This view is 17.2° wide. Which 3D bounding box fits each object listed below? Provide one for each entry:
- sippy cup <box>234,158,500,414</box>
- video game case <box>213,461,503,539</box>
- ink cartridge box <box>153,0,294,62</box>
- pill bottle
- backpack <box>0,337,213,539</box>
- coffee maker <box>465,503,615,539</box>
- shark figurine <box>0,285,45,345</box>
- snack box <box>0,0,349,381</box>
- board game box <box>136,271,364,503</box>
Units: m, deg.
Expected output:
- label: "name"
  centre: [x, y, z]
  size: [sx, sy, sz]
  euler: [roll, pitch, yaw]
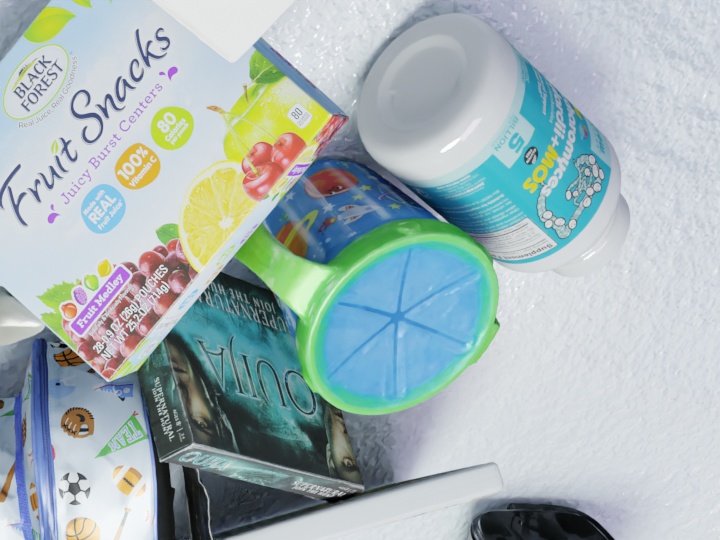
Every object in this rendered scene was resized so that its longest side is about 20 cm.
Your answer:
- label: "sippy cup"
  centre: [0.000, 0.000, 1.505]
  size: [0.139, 0.130, 0.178]
  euler: [-31, 133, -7]
- label: "video game case"
  centre: [-0.027, 0.171, 1.602]
  size: [0.199, 0.182, 0.023]
  euler: [-14, 86, -23]
- label: "ink cartridge box"
  centre: [-0.106, -0.233, 1.240]
  size: [0.129, 0.200, 0.125]
  euler: [-45, 151, 5]
- label: "pill bottle"
  centre: [0.095, -0.071, 1.526]
  size: [0.111, 0.111, 0.200]
  euler: [-46, 134, 6]
- label: "backpack"
  centre: [-0.172, 0.135, 1.477]
  size: [0.153, 0.200, 0.191]
  euler: [-1, 120, -15]
- label: "coffee maker"
  centre: [0.128, 0.283, 1.809]
  size: [0.192, 0.135, 0.201]
  euler: [-11, 132, -54]
- label: "shark figurine"
  centre: [-0.294, 0.063, 1.394]
  size: [0.128, 0.090, 0.215]
  euler: [41, 122, -4]
- label: "snack box"
  centre: [-0.135, -0.067, 1.354]
  size: [0.200, 0.169, 0.068]
  euler: [-48, 175, 8]
- label: "board game box"
  centre: [-0.074, 0.067, 1.475]
  size: [0.028, 0.136, 0.200]
  euler: [-27, 156, 23]
